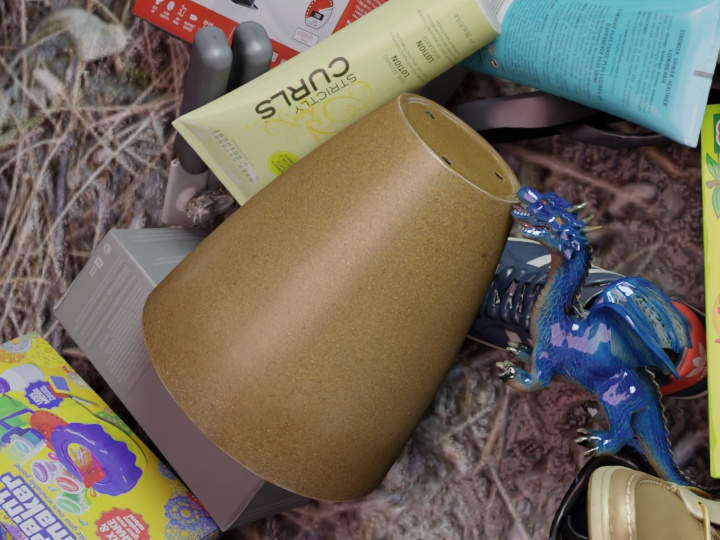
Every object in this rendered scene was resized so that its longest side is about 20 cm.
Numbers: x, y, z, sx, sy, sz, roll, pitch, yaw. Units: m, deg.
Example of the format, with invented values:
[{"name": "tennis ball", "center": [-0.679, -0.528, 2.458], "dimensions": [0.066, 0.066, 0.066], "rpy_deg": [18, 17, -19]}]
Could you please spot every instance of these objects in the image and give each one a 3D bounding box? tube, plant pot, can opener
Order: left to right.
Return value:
[{"name": "can opener", "center": [-0.100, -0.094, 0.904], "dimensions": [0.052, 0.200, 0.067], "rpy_deg": [-13, 65, -21]}, {"name": "tube", "center": [-0.011, -0.110, 0.825], "dimensions": [0.199, 0.052, 0.059], "rpy_deg": [-29, 81, 16]}, {"name": "plant pot", "center": [0.000, 0.000, 0.826], "dimensions": [0.187, 0.186, 0.200], "rpy_deg": [48, 113, 21]}, {"name": "tube", "center": [0.125, -0.129, 0.794], "dimensions": [0.199, 0.050, 0.078], "rpy_deg": [25, 113, 52]}]

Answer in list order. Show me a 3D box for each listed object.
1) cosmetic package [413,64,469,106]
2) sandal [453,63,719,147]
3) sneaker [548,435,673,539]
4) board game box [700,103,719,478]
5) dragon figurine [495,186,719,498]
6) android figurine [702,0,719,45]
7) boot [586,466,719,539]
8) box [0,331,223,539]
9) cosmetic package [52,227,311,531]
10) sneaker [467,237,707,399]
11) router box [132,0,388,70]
[{"name": "cosmetic package", "center": [0.013, -0.128, 0.925], "dimensions": [0.082, 0.051, 0.201], "rpy_deg": [40, 101, 24]}, {"name": "sandal", "center": [0.152, -0.091, 0.849], "dimensions": [0.198, 0.076, 0.043], "rpy_deg": [-7, 84, 34]}, {"name": "sneaker", "center": [0.129, 0.191, 0.822], "dimensions": [0.070, 0.078, 0.202], "rpy_deg": [20, 93, 25]}, {"name": "board game box", "center": [0.227, 0.014, 0.782], "dimensions": [0.047, 0.101, 0.203], "rpy_deg": [-3, 83, 24]}, {"name": "dragon figurine", "center": [0.143, 0.044, 0.750], "dimensions": [0.200, 0.059, 0.100], "rpy_deg": [42, 117, 3]}, {"name": "android figurine", "center": [0.275, -0.129, 0.749], "dimensions": [0.041, 0.180, 0.202], "rpy_deg": [-52, 53, 59]}, {"name": "boot", "center": [0.213, 0.145, 0.713], "dimensions": [0.154, 0.200, 0.074], "rpy_deg": [-8, 62, 32]}, {"name": "box", "center": [-0.220, 0.189, 0.919], "dimensions": [0.200, 0.121, 0.194], "rpy_deg": [41, 131, 22]}, {"name": "cosmetic package", "center": [-0.099, 0.066, 0.921], "dimensions": [0.090, 0.106, 0.201], "rpy_deg": [-49, 66, 23]}, {"name": "sneaker", "center": [0.122, 0.023, 0.839], "dimensions": [0.198, 0.084, 0.076], "rpy_deg": [15, 91, 26]}, {"name": "router box", "center": [-0.045, -0.217, 0.927], "dimensions": [0.199, 0.049, 0.181], "rpy_deg": [30, 94, 41]}]
